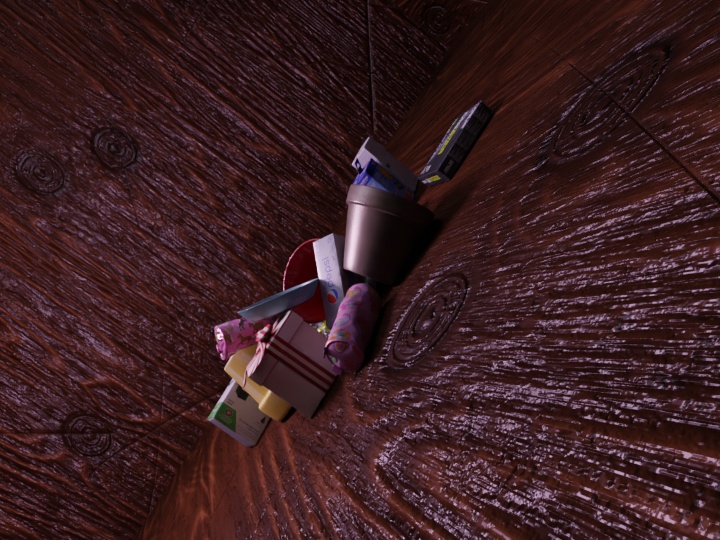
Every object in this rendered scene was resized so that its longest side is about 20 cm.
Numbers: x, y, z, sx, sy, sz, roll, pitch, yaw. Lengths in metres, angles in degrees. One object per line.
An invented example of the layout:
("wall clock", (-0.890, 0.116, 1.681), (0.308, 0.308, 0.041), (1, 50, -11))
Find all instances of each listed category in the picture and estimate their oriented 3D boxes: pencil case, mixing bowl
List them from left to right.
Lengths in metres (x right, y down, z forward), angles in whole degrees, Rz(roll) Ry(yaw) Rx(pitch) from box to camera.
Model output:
("pencil case", (-0.247, 0.139, 1.457), (0.196, 0.085, 0.086), (-21, 29, -28))
("mixing bowl", (-0.083, 0.031, 1.510), (0.107, 0.201, 0.201), (10, -56, -52))
("pencil case", (-0.014, 0.113, 1.228), (0.088, 0.086, 0.202), (-48, 13, 34))

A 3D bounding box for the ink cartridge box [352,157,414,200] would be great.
("ink cartridge box", (0.052, -0.228, 1.726), (0.077, 0.198, 0.137), (-49, 10, 25))

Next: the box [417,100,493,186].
("box", (0.233, -0.311, 1.546), (0.202, 0.047, 0.193), (-57, 6, -2))

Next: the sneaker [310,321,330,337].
("sneaker", (-0.065, 0.116, 1.604), (0.202, 0.075, 0.076), (-56, -23, 15))

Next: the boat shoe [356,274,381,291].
("boat shoe", (0.017, 0.033, 1.435), (0.204, 0.074, 0.060), (-68, -26, -15))

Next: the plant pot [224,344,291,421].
("plant pot", (-0.230, 0.241, 1.549), (0.203, 0.186, 0.201), (-57, 4, 7))

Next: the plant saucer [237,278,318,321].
("plant saucer", (-0.177, 0.070, 1.378), (0.195, 0.037, 0.200), (-23, 3, 1))

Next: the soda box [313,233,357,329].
("soda box", (-0.048, 0.027, 1.375), (0.062, 0.068, 0.206), (-21, 72, 31))

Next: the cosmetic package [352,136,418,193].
("cosmetic package", (0.076, -0.294, 1.833), (0.074, 0.198, 0.102), (-48, 11, 31))

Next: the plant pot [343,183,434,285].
("plant pot", (0.042, -0.069, 1.333), (0.200, 0.195, 0.178), (-159, 88, -81))

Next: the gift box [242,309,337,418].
("gift box", (-0.154, 0.202, 1.334), (0.202, 0.185, 0.184), (-56, 8, -13))

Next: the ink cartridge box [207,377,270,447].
("ink cartridge box", (-0.308, 0.363, 1.718), (0.203, 0.145, 0.083), (-61, 13, -29))
